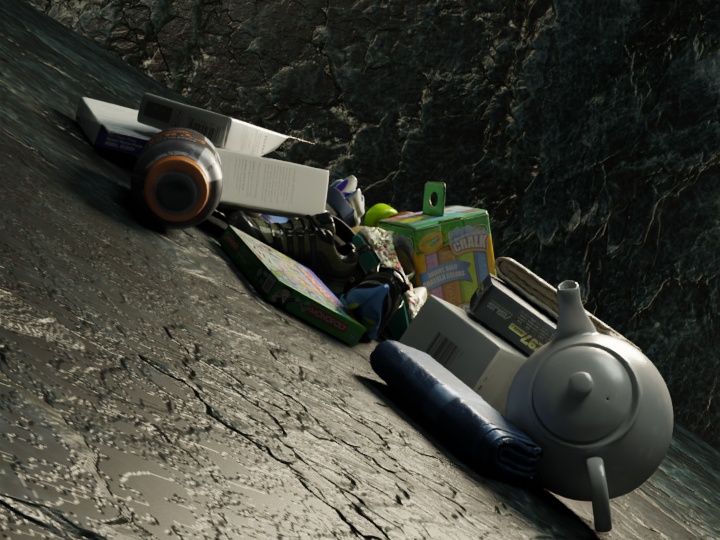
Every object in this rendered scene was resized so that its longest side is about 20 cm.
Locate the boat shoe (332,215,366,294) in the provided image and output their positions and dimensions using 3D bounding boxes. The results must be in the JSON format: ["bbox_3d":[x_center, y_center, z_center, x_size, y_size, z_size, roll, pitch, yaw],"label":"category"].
[{"bbox_3d":[-0.002,0.001,1.851,0.201,0.063,0.074,44,41,22],"label":"boat shoe"}]

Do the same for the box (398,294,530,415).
[{"bbox_3d":[0.148,0.121,1.652,0.124,0.098,0.200,37,7,33],"label":"box"}]

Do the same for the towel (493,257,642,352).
[{"bbox_3d":[0.272,0.056,1.711,0.200,0.035,0.132,38,5,32],"label":"towel"}]

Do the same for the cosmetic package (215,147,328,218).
[{"bbox_3d":[-0.150,-0.116,1.746,0.200,0.074,0.102,6,0,-42],"label":"cosmetic package"}]

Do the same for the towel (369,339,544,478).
[{"bbox_3d":[0.098,0.149,1.394,0.200,0.049,0.112,39,8,39],"label":"towel"}]

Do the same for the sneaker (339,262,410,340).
[{"bbox_3d":[0.023,0.036,1.632,0.071,0.083,0.200,50,-7,2],"label":"sneaker"}]

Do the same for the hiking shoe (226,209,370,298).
[{"bbox_3d":[-0.085,-0.045,1.735,0.200,0.101,0.076,30,7,-32],"label":"hiking shoe"}]

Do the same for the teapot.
[{"bbox_3d":[0.244,0.151,1.411,0.200,0.197,0.146,36,-11,24],"label":"teapot"}]

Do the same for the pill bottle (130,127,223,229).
[{"bbox_3d":[-0.213,-0.107,1.529,0.106,0.106,0.200,32,6,-12],"label":"pill bottle"}]

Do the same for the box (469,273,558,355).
[{"bbox_3d":[0.233,0.084,1.677,0.200,0.051,0.158,35,6,0],"label":"box"}]

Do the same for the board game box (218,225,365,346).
[{"bbox_3d":[-0.086,0.016,1.589,0.134,0.029,0.200,29,7,-30],"label":"board game box"}]

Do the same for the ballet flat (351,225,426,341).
[{"bbox_3d":[0.053,0.019,1.775,0.064,0.076,0.200,-11,62,-26],"label":"ballet flat"}]

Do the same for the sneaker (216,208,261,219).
[{"bbox_3d":[-0.192,-0.115,1.925,0.104,0.060,0.200,35,12,-11],"label":"sneaker"}]

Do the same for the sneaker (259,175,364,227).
[{"bbox_3d":[-0.070,-0.096,2.012,0.081,0.147,0.200,37,7,34],"label":"sneaker"}]

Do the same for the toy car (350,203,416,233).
[{"bbox_3d":[0.007,-0.006,1.974,0.200,0.158,0.164,-8,27,-35],"label":"toy car"}]

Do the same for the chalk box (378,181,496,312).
[{"bbox_3d":[0.109,-0.025,1.861,0.124,0.200,0.124,-13,10,-20],"label":"chalk box"}]

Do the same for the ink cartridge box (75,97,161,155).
[{"bbox_3d":[-0.288,-0.182,1.844,0.199,0.041,0.200,12,14,-26],"label":"ink cartridge box"}]

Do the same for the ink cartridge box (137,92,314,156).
[{"bbox_3d":[-0.184,-0.189,1.810,0.162,0.057,0.200,19,1,32],"label":"ink cartridge box"}]
